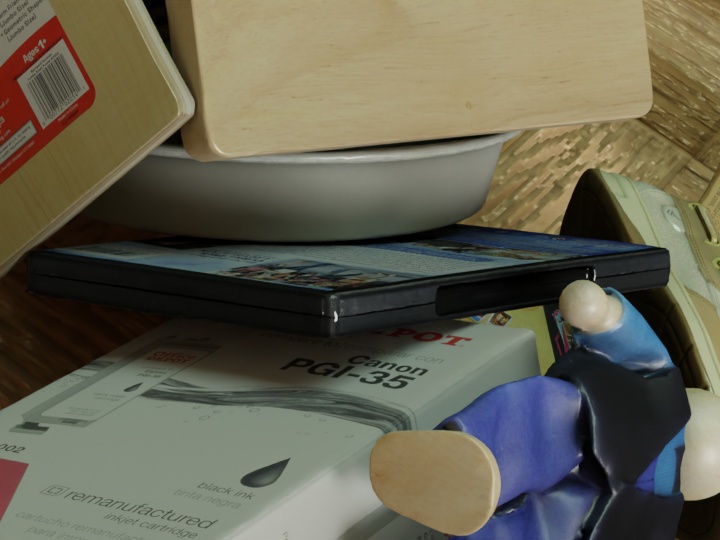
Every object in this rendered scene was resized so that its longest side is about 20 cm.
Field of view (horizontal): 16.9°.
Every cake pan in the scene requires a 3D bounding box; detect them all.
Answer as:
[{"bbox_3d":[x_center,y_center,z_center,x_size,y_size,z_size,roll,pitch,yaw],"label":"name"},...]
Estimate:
[{"bbox_3d":[-0.035,-0.048,0.947,0.199,0.037,0.200,2,14,0],"label":"cake pan"}]

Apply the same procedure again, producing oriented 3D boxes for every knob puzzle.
[{"bbox_3d":[-0.159,-0.092,0.871,0.220,0.220,0.030,43,26,22],"label":"knob puzzle"}]

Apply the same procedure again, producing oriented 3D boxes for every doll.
[{"bbox_3d":[0.070,0.073,0.785,0.048,0.137,0.200,5,10,31],"label":"doll"}]

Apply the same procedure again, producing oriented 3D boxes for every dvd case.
[{"bbox_3d":[0.000,0.000,0.872,0.142,0.018,0.200,8,9,39],"label":"dvd case"}]

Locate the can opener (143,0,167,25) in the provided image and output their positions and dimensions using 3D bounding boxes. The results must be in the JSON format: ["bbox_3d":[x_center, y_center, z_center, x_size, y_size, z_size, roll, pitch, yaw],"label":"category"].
[{"bbox_3d":[-0.084,-0.124,1.005,0.199,0.079,0.064,-17,96,-21],"label":"can opener"}]

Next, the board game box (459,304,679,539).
[{"bbox_3d":[0.074,0.067,0.970,0.200,0.035,0.136,33,37,9],"label":"board game box"}]

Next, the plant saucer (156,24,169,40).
[{"bbox_3d":[-0.092,-0.156,1.128,0.199,0.048,0.200,23,37,-5],"label":"plant saucer"}]

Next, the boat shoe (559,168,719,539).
[{"bbox_3d":[0.136,0.031,0.959,0.066,0.074,0.200,5,41,-18],"label":"boat shoe"}]

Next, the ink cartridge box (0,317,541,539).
[{"bbox_3d":[-0.049,0.082,0.790,0.146,0.083,0.200,6,24,36],"label":"ink cartridge box"}]

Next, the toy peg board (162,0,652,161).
[{"bbox_3d":[-0.007,-0.144,0.893,0.199,0.098,0.200,-8,91,-35],"label":"toy peg board"}]

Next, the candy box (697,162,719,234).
[{"bbox_3d":[0.261,0.013,1.127,0.200,0.055,0.115,43,40,21],"label":"candy box"}]
